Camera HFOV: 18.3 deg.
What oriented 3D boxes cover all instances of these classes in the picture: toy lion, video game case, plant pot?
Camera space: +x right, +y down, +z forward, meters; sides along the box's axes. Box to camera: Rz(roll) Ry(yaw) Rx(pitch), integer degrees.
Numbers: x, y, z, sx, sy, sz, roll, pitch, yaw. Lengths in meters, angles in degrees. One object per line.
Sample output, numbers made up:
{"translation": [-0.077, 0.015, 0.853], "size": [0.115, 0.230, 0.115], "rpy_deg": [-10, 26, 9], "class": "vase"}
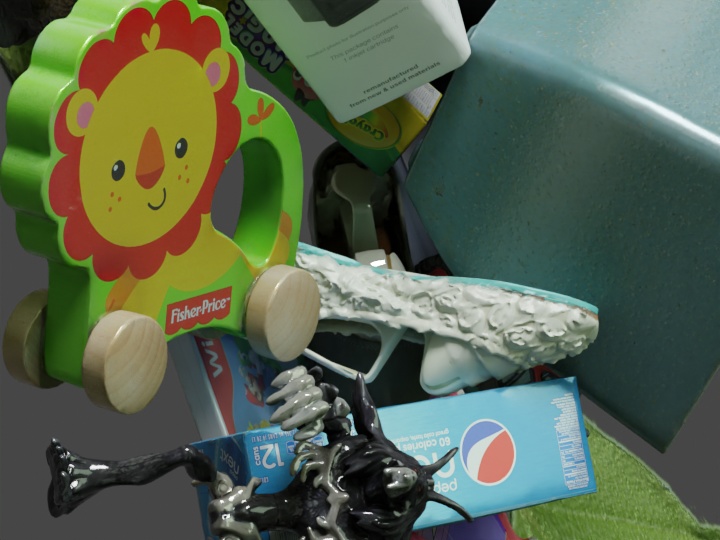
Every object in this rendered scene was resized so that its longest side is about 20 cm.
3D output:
{"translation": [-0.092, -0.041, 1.049], "size": [0.200, 0.068, 0.193], "rpy_deg": [-15, 116, -55], "class": "toy lion"}
{"translation": [-0.028, 0.082, 1.230], "size": [0.200, 0.017, 0.144], "rpy_deg": [-7, 74, -61], "class": "video game case"}
{"translation": [0.142, -0.065, 1.211], "size": [0.199, 0.196, 0.197], "rpy_deg": [29, 41, 6], "class": "plant pot"}

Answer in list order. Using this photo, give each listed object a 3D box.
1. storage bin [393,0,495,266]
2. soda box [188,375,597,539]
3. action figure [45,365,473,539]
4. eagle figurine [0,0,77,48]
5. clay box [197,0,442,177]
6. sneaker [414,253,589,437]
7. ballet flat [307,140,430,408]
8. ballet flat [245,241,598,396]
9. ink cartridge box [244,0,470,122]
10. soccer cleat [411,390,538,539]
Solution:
{"translation": [0.058, -0.070, 1.399], "size": [0.134, 0.145, 0.201], "rpy_deg": [65, 4, -83], "class": "storage bin"}
{"translation": [0.019, 0.101, 1.137], "size": [0.199, 0.068, 0.065], "rpy_deg": [-7, 84, -30], "class": "soda box"}
{"translation": [-0.037, 0.108, 1.012], "size": [0.102, 0.199, 0.120], "rpy_deg": [147, -66, -74], "class": "action figure"}
{"translation": [-0.148, -0.161, 1.071], "size": [0.201, 0.150, 0.152], "rpy_deg": [58, 26, -11], "class": "eagle figurine"}
{"translation": [-0.045, -0.141, 1.269], "size": [0.200, 0.048, 0.115], "rpy_deg": [40, 13, -2], "class": "clay box"}
{"translation": [0.088, 0.048, 1.312], "size": [0.200, 0.095, 0.079], "rpy_deg": [73, -10, -49], "class": "sneaker"}
{"translation": [0.000, 0.000, 1.245], "size": [0.201, 0.067, 0.064], "rpy_deg": [-101, -171, -48], "class": "ballet flat"}
{"translation": [0.024, 0.031, 1.163], "size": [0.072, 0.199, 0.072], "rpy_deg": [12, 90, -75], "class": "ballet flat"}
{"translation": [-0.032, -0.198, 1.126], "size": [0.200, 0.083, 0.146], "rpy_deg": [50, 21, -43], "class": "ink cartridge box"}
{"translation": [0.039, 0.124, 1.234], "size": [0.201, 0.076, 0.067], "rpy_deg": [61, -13, 19], "class": "soccer cleat"}
